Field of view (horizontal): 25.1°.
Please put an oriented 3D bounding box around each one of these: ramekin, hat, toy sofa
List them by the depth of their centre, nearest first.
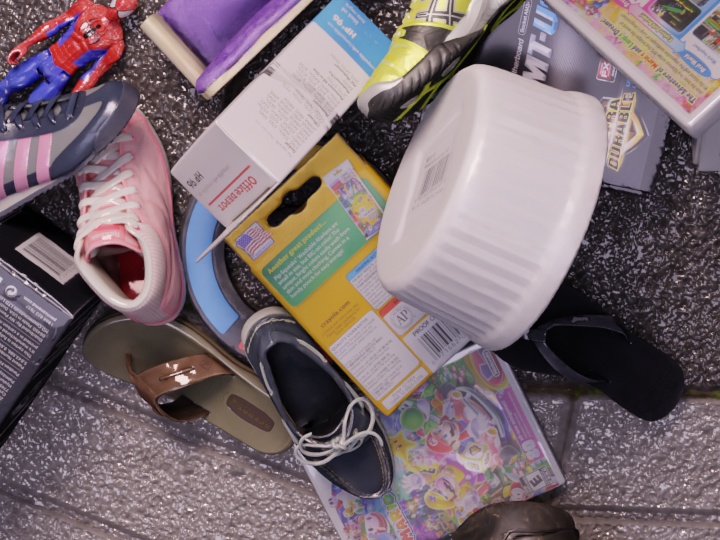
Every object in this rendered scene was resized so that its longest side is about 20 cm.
[{"bbox_3d":[0.089,-0.052,1.184,0.097,0.201,0.202,21,104,-14],"label":"ramekin"},{"bbox_3d":[-0.075,-0.231,1.267,0.200,0.098,0.083,-42,96,13],"label":"toy sofa"},{"bbox_3d":[0.124,0.239,1.349,0.199,0.201,0.082,-17,61,9],"label":"hat"}]

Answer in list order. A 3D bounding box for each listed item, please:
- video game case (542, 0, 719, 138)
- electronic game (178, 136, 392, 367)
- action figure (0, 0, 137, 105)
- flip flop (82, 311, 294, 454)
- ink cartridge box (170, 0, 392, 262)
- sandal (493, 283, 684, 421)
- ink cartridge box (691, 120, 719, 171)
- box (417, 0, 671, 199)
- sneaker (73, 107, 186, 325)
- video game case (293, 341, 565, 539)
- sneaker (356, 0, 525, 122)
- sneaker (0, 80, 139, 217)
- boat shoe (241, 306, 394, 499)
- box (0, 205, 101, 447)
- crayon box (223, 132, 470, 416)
[{"bbox_3d":[0.248,-0.213,1.166,0.182,0.200,0.024,-42,139,5],"label":"video game case"},{"bbox_3d":[-0.053,-0.014,1.341,0.198,0.042,0.202,1,102,5],"label":"electronic game"},{"bbox_3d":[-0.258,-0.160,1.328,0.200,0.052,0.066,-40,91,10],"label":"action figure"},{"bbox_3d":[-0.143,0.100,1.356,0.199,0.058,0.081,31,123,-1],"label":"flip flop"},{"bbox_3d":[-0.070,-0.108,1.233,0.068,0.116,0.200,43,62,-6],"label":"ink cartridge box"},{"bbox_3d":[0.184,0.062,1.301,0.199,0.043,0.077,23,95,-21],"label":"sandal"},{"bbox_3d":[0.353,-0.151,1.216,0.198,0.084,0.146,0,143,5],"label":"ink cartridge box"},{"bbox_3d":[0.158,-0.176,1.282,0.196,0.050,0.202,13,103,2],"label":"box"},{"bbox_3d":[-0.195,-0.055,1.298,0.075,0.105,0.202,-17,85,9],"label":"sneaker"},{"bbox_3d":[0.056,0.158,1.380,0.198,0.018,0.144,-26,99,11],"label":"video game case"},{"bbox_3d":[0.062,-0.194,1.218,0.076,0.075,0.200,42,78,6],"label":"sneaker"},{"bbox_3d":[-0.268,-0.106,1.274,0.199,0.070,0.082,-29,122,19],"label":"sneaker"},{"bbox_3d":[-0.028,0.118,1.319,0.074,0.062,0.201,-28,116,-1],"label":"boat shoe"},{"bbox_3d":[-0.308,0.066,1.328,0.104,0.148,0.201,36,103,-3],"label":"box"},{"bbox_3d":[0.000,0.000,1.295,0.126,0.052,0.200,-41,106,4],"label":"crayon box"}]
